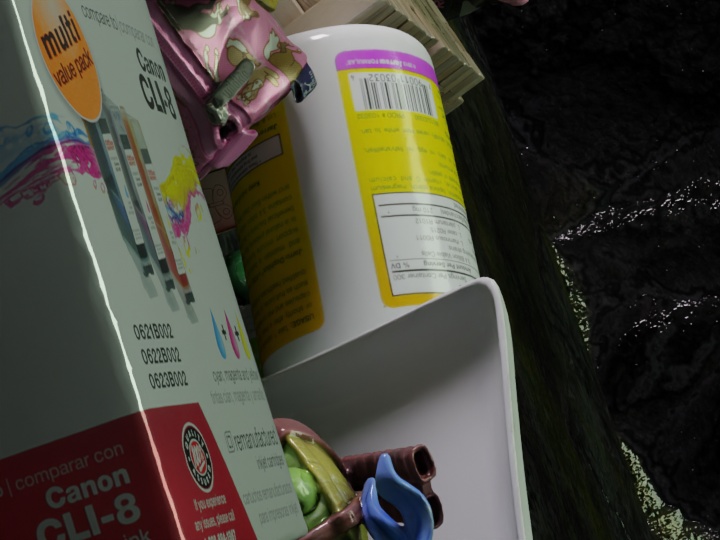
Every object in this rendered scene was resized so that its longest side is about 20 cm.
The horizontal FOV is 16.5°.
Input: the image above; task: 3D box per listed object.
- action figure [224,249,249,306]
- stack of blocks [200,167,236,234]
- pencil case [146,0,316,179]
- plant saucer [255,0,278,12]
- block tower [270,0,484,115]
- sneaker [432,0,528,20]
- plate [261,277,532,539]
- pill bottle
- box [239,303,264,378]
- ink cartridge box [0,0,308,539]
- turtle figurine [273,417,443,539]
[{"bbox_3d":[-0.019,0.076,1.353,0.201,0.054,0.118,59,-12,1],"label":"action figure"},{"bbox_3d":[-0.049,-0.059,1.304,0.200,0.114,0.059,-30,101,-80],"label":"stack of blocks"},{"bbox_3d":[-0.106,-0.133,1.030,0.200,0.086,0.083,52,54,-18],"label":"pencil case"},{"bbox_3d":[-0.096,-0.226,1.020,0.200,0.048,0.200,48,9,-36],"label":"plant saucer"},{"bbox_3d":[0.005,-0.118,1.231,0.058,0.054,0.200,56,10,15],"label":"block tower"},{"bbox_3d":[0.019,-0.225,1.366,0.201,0.095,0.079,66,26,-4],"label":"sneaker"},{"bbox_3d":[0.004,0.127,0.998,0.032,0.199,0.201,14,61,-42],"label":"plate"},{"bbox_3d":[0.000,0.000,1.109,0.104,0.104,0.201,45,32,-69],"label":"pill bottle"},{"bbox_3d":[-0.014,0.120,1.188,0.101,0.112,0.201,46,29,-67],"label":"box"},{"bbox_3d":[-0.122,0.006,0.708,0.145,0.144,0.201,6,65,-79],"label":"ink cartridge box"},{"bbox_3d":[-0.082,0.102,0.962,0.144,0.200,0.194,32,13,-39],"label":"turtle figurine"}]
